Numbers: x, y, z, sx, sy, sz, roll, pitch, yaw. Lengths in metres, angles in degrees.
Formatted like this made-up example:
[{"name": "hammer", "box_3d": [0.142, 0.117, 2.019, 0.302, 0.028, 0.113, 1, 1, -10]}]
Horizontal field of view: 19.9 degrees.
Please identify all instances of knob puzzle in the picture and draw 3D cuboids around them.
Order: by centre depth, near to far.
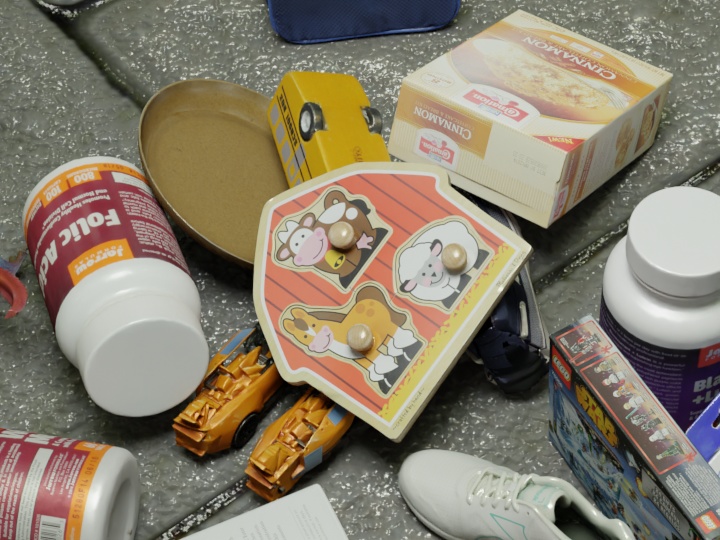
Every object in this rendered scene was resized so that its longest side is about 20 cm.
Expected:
[{"name": "knob puzzle", "box_3d": [0.000, 0.000, 1.530, 0.218, 0.030, 0.221, -6, 71, 17]}]

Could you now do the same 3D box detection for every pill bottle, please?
[{"name": "pill bottle", "box_3d": [-0.268, 0.168, 1.483, 0.199, 0.110, 0.110, 8, 52, 9]}, {"name": "pill bottle", "box_3d": [0.231, 0.034, 1.509, 0.111, 0.200, 0.112, -1, 52, 2]}, {"name": "pill bottle", "box_3d": [-0.188, 0.012, 1.580, 0.114, 0.115, 0.200, -16, 42, -10]}]

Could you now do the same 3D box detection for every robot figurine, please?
[{"name": "robot figurine", "box_3d": [-0.043, 0.080, 1.575, 0.145, 0.058, 0.200, 29, 59, 22]}]

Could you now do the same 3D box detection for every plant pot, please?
[{"name": "plant pot", "box_3d": [-0.095, -0.072, 1.668, 0.199, 0.028, 0.201, 22, 42, -22]}]

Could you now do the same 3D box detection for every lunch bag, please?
[{"name": "lunch bag", "box_3d": [0.005, -0.300, 1.825, 0.199, 0.136, 0.133, -5, 52, -2]}]

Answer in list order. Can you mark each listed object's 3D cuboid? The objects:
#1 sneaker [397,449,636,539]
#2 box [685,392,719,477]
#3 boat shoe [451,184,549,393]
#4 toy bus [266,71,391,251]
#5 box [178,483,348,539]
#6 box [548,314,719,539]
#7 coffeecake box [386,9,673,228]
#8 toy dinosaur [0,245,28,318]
[{"name": "sneaker", "box_3d": [0.118, 0.171, 1.484, 0.200, 0.080, 0.071, 23, 58, 21]}, {"name": "box", "box_3d": [0.327, 0.157, 1.449, 0.200, 0.041, 0.119, 41, 82, 6]}, {"name": "boat shoe", "box_3d": [0.088, -0.007, 1.597, 0.074, 0.093, 0.201, -31, 53, 12]}, {"name": "toy bus", "box_3d": [-0.015, -0.072, 1.644, 0.065, 0.078, 0.201, 2, 51, -28]}, {"name": "box", "box_3d": [-0.097, 0.249, 1.400, 0.199, 0.125, 0.098, -21, 54, -13]}, {"name": "box", "box_3d": [0.201, 0.146, 1.462, 0.040, 0.137, 0.200, -26, 55, -14]}, {"name": "coffeecake box", "box_3d": [0.140, -0.129, 1.681, 0.153, 0.073, 0.200, 27, 35, 21]}, {"name": "toy dinosaur", "box_3d": [-0.350, -0.046, 1.628, 0.181, 0.200, 0.105, 42, 66, -21]}]
